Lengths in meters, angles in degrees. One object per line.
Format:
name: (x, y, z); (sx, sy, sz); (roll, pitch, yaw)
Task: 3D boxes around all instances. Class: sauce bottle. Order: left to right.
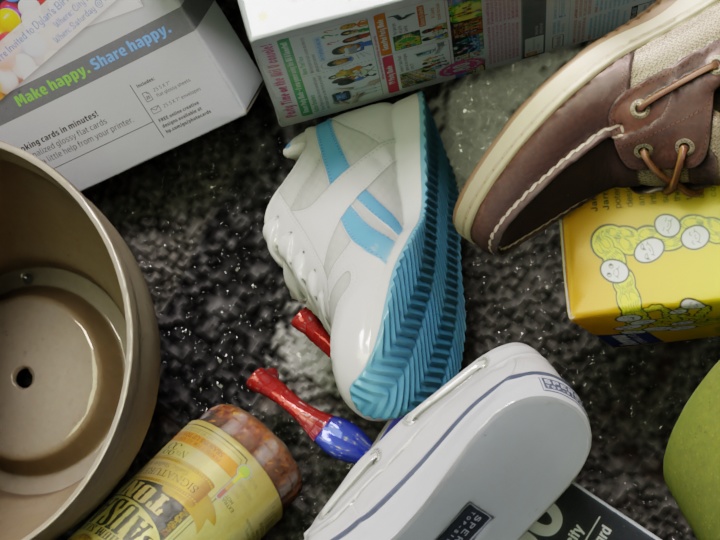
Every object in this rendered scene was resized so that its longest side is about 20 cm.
sauce bottle: (-0.112, 0.146, 1.177); (0.066, 0.066, 0.200); (36, 62, 17)

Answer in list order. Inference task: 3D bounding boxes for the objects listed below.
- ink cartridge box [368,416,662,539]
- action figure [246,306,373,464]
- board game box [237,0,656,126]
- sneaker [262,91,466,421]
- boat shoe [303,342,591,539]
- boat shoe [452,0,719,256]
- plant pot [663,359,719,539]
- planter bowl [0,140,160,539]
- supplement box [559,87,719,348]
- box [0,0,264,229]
ink cartridge box: (0.054, 0.183, 1.131); (0.200, 0.043, 0.199); (33, 83, -1)
action figure: (0.040, 0.097, 1.194); (0.200, 0.052, 0.065); (41, 100, 12)
board game box: (0.045, -0.135, 1.155); (0.199, 0.148, 0.065); (-16, 78, 0)
sneaker: (0.000, 0.000, 1.167); (0.080, 0.077, 0.200); (-14, 35, 13)
boat shoe: (0.017, 0.114, 1.099); (0.200, 0.074, 0.065); (-42, 29, 8)
boat shoe: (0.129, -0.064, 1.069); (0.200, 0.072, 0.072); (-38, 72, 1)
plant pot: (0.230, 0.114, 1.084); (0.200, 0.187, 0.187); (38, 93, 31)
planter bowl: (-0.179, 0.045, 1.219); (0.199, 0.135, 0.201); (-2, 82, 15)
supplement box: (0.193, -0.034, 1.138); (0.199, 0.109, 0.110); (-7, 80, 15)
box: (-0.162, -0.134, 1.220); (0.155, 0.041, 0.200); (-22, 111, 23)
